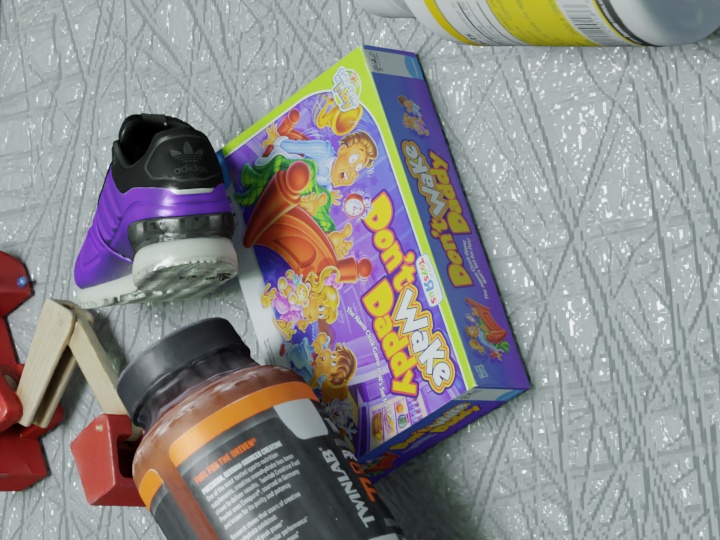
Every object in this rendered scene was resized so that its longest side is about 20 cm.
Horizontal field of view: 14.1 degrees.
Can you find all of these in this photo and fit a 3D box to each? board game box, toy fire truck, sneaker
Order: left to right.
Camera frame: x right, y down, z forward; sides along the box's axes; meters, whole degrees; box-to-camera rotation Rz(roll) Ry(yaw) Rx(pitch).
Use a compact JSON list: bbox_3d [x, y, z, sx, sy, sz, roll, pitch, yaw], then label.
[{"bbox_3d":[-0.192,0.063,1.728,0.141,0.049,0.201,-34,64,36],"label":"toy fire truck"},{"bbox_3d":[-0.113,-0.036,1.609,0.200,0.069,0.100,158,106,-69],"label":"sneaker"},{"bbox_3d":[0.000,0.000,1.554,0.134,0.045,0.201,-34,65,36],"label":"board game box"}]

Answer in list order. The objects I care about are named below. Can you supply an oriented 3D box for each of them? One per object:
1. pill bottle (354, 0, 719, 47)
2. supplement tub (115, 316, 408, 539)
[{"bbox_3d":[0.084,-0.166,1.441,0.200,0.111,0.112,4,90,43],"label":"pill bottle"},{"bbox_3d":[-0.047,0.123,1.489,0.107,0.107,0.200,-45,69,32],"label":"supplement tub"}]
